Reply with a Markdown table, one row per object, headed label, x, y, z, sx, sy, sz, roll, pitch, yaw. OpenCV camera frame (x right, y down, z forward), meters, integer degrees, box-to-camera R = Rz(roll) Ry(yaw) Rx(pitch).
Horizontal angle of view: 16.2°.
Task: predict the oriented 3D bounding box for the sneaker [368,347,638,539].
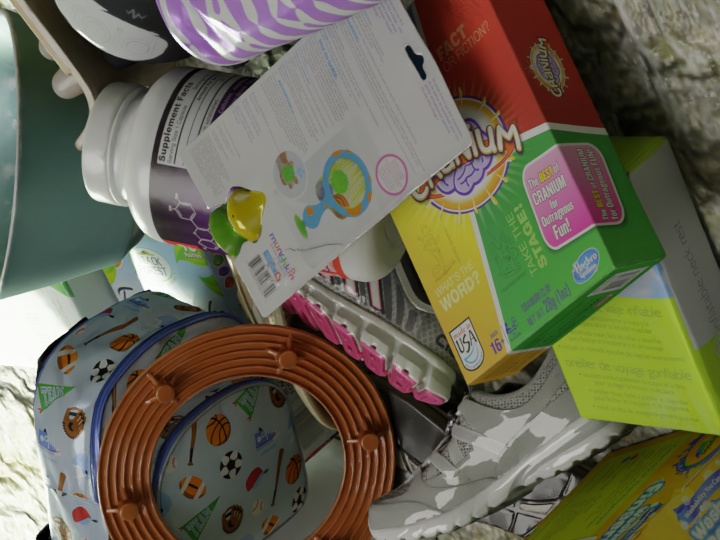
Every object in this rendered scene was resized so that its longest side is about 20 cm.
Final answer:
| label | x | y | z | sx | sy | sz | roll | pitch | yaw |
| --- | --- | --- | --- | --- | --- | --- | --- | --- | --- |
| sneaker | 0.082 | 0.109 | 1.611 | 0.200 | 0.075 | 0.082 | -32 | 81 | 24 |

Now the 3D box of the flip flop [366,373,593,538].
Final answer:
| label | x | y | z | sx | sy | sz | roll | pitch | yaw |
| --- | --- | --- | --- | --- | --- | --- | --- | --- | --- |
| flip flop | 0.080 | 0.123 | 1.683 | 0.199 | 0.058 | 0.081 | 18 | 122 | 19 |

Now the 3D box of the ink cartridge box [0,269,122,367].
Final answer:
| label | x | y | z | sx | sy | sz | roll | pitch | yaw |
| --- | --- | --- | --- | --- | --- | --- | --- | --- | --- |
| ink cartridge box | -0.249 | -0.005 | 1.938 | 0.200 | 0.087 | 0.146 | -1 | 122 | 50 |

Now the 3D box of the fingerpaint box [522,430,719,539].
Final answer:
| label | x | y | z | sx | sy | sz | roll | pitch | yaw |
| --- | --- | --- | --- | --- | --- | --- | --- | --- | --- |
| fingerpaint box | 0.154 | 0.182 | 1.506 | 0.073 | 0.200 | 0.167 | 53 | 148 | -6 |

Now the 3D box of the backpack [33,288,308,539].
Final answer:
| label | x | y | z | sx | sy | sz | roll | pitch | yaw |
| --- | --- | --- | --- | --- | --- | --- | --- | --- | --- |
| backpack | -0.136 | 0.117 | 1.736 | 0.154 | 0.200 | 0.191 | 6 | 123 | 40 |

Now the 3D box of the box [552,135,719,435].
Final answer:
| label | x | y | z | sx | sy | sz | roll | pitch | yaw |
| --- | --- | --- | --- | --- | --- | --- | --- | --- | --- |
| box | 0.148 | -0.002 | 1.466 | 0.122 | 0.048 | 0.201 | 4 | 125 | 50 |

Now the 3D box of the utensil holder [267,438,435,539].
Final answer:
| label | x | y | z | sx | sy | sz | roll | pitch | yaw |
| --- | --- | --- | --- | --- | --- | --- | --- | --- | --- |
| utensil holder | -0.064 | 0.246 | 1.854 | 0.170 | 0.200 | 0.170 | 33 | 146 | 26 |

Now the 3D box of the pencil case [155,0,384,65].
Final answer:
| label | x | y | z | sx | sy | sz | roll | pitch | yaw |
| --- | --- | --- | --- | --- | --- | --- | --- | --- | --- |
| pencil case | -0.031 | -0.172 | 1.361 | 0.086 | 0.084 | 0.200 | 45 | 144 | -19 |

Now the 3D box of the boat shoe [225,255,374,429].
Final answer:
| label | x | y | z | sx | sy | sz | roll | pitch | yaw |
| --- | --- | --- | --- | --- | --- | --- | --- | --- | --- |
| boat shoe | -0.049 | 0.013 | 1.720 | 0.065 | 0.072 | 0.201 | 0 | 117 | 58 |

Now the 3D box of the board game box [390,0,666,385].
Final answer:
| label | x | y | z | sx | sy | sz | roll | pitch | yaw |
| --- | --- | --- | --- | --- | --- | --- | --- | --- | --- |
| board game box | 0.073 | -0.058 | 1.416 | 0.153 | 0.040 | 0.201 | -43 | 66 | 48 |

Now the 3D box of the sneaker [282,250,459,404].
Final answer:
| label | x | y | z | sx | sy | sz | roll | pitch | yaw |
| --- | --- | --- | --- | --- | --- | --- | --- | --- | --- |
| sneaker | 0.000 | 0.000 | 1.626 | 0.200 | 0.088 | 0.074 | 36 | 167 | 21 |

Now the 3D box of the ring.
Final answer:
| label | x | y | z | sx | sy | sz | roll | pitch | yaw |
| --- | --- | --- | --- | --- | --- | --- | --- | --- | --- |
| ring | -0.072 | 0.132 | 1.652 | 0.201 | 0.200 | 0.019 | 63 | 177 | -21 |

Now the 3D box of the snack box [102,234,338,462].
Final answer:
| label | x | y | z | sx | sy | sz | roll | pitch | yaw |
| --- | --- | --- | --- | --- | --- | --- | --- | --- | --- |
| snack box | -0.107 | 0.040 | 1.834 | 0.142 | 0.053 | 0.201 | 5 | 127 | 48 |

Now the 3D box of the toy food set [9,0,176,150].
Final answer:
| label | x | y | z | sx | sy | sz | roll | pitch | yaw |
| --- | --- | --- | --- | --- | --- | --- | --- | --- | --- |
| toy food set | -0.211 | -0.181 | 1.640 | 0.060 | 0.144 | 0.200 | -34 | 96 | 26 |

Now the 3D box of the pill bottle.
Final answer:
| label | x | y | z | sx | sy | sz | roll | pitch | yaw |
| --- | --- | --- | --- | --- | --- | --- | --- | --- | --- |
| pill bottle | -0.067 | -0.063 | 1.565 | 0.199 | 0.113 | 0.113 | 11 | 135 | 19 |

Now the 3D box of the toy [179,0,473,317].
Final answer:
| label | x | y | z | sx | sy | sz | roll | pitch | yaw |
| --- | --- | --- | --- | --- | --- | --- | --- | --- | --- |
| toy | -0.013 | -0.072 | 1.444 | 0.200 | 0.047 | 0.116 | -38 | 73 | 37 |

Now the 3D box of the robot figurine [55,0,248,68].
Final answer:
| label | x | y | z | sx | sy | sz | roll | pitch | yaw |
| --- | --- | --- | --- | --- | --- | --- | --- | --- | --- |
| robot figurine | -0.118 | -0.206 | 1.528 | 0.150 | 0.125 | 0.200 | 20 | 148 | -7 |

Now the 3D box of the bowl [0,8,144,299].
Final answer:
| label | x | y | z | sx | sy | sz | roll | pitch | yaw |
| --- | --- | --- | --- | --- | --- | --- | --- | --- | --- |
| bowl | -0.202 | -0.077 | 1.740 | 0.201 | 0.104 | 0.202 | -179 | 90 | -73 |
